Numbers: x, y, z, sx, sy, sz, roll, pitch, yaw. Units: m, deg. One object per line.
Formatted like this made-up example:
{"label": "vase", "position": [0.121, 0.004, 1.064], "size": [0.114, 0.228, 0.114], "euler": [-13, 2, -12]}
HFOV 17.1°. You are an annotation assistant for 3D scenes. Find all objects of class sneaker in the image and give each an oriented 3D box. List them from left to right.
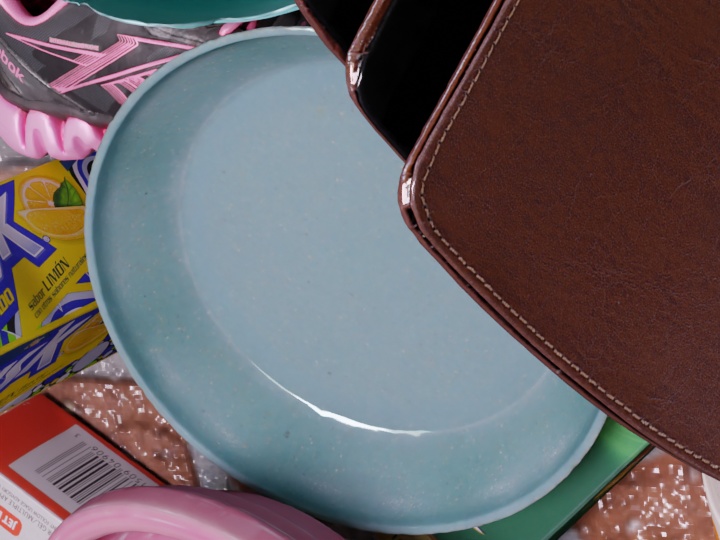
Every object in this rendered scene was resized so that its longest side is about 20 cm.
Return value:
{"label": "sneaker", "position": [-0.067, -0.088, 0.886], "size": [0.199, 0.079, 0.096], "euler": [6, 128, 30]}

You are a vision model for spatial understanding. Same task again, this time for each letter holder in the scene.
{"label": "letter holder", "position": [0.071, -0.033, 0.699], "size": [0.100, 0.200, 0.143], "euler": [16, 75, 50]}

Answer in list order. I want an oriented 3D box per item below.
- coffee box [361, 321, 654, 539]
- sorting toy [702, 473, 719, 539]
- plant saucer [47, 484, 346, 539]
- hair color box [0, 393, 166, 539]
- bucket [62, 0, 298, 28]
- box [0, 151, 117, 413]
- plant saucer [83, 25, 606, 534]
{"label": "coffee box", "position": [0.060, 0.028, 0.878], "size": [0.123, 0.044, 0.200], "euler": [49, 126, 8]}
{"label": "sorting toy", "position": [0.203, 0.156, 0.818], "size": [0.199, 0.107, 0.181], "euler": [11, 132, 30]}
{"label": "plant saucer", "position": [-0.034, 0.159, 0.902], "size": [0.200, 0.051, 0.202], "euler": [25, 135, 27]}
{"label": "hair color box", "position": [-0.144, 0.169, 1.051], "size": [0.111, 0.064, 0.201], "euler": [33, 123, 18]}
{"label": "bucket", "position": [-0.052, -0.179, 0.779], "size": [0.205, 0.135, 0.209], "euler": [1, 96, 5]}
{"label": "box", "position": [-0.143, 0.014, 0.907], "size": [0.064, 0.200, 0.070], "euler": [48, 126, 9]}
{"label": "plant saucer", "position": [0.000, 0.000, 0.836], "size": [0.198, 0.036, 0.201], "euler": [11, 124, 17]}
